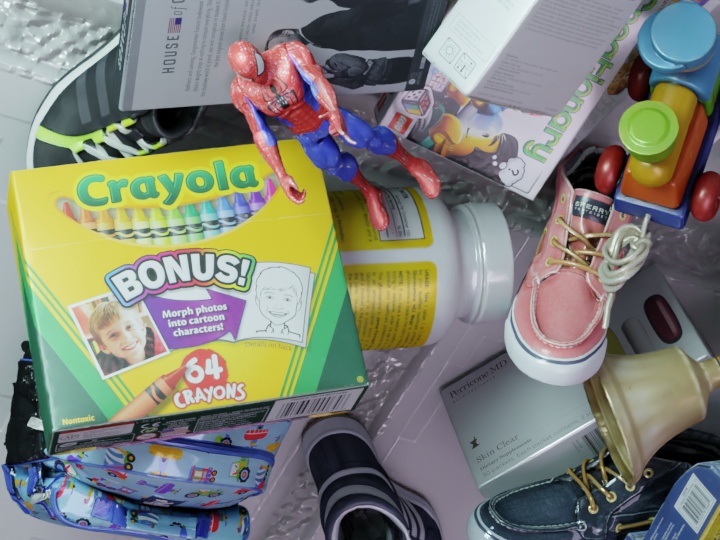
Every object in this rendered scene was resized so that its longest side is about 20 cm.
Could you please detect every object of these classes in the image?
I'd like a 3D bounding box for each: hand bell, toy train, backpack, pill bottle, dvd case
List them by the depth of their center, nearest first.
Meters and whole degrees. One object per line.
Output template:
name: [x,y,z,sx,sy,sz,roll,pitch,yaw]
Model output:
dvd case: [-0.042,-0.161,1.167,0.199,0.025,0.151,-5,140,-18]
toy train: [0.190,-0.068,1.275,0.084,0.201,0.116,17,167,18]
backpack: [-0.137,0.117,1.343,0.182,0.200,0.135,14,80,-27]
pill bottle: [0.000,0.000,1.363,0.199,0.113,0.113,-3,128,-14]
hand bell: [0.262,0.065,1.375,0.199,0.104,0.104,-22,131,-2]

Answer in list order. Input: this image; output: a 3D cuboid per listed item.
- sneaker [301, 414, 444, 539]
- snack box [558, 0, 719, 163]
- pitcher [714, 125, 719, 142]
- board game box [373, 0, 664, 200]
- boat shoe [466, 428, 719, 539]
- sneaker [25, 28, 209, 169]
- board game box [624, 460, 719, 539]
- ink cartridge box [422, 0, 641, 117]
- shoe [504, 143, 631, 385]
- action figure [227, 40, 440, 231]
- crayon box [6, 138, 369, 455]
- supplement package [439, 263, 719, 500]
sneaker: [0.019,0.211,1.538,0.070,0.109,0.200,-29,130,7]
snack box: [0.176,-0.161,1.348,0.072,0.024,0.200,32,113,-33]
pitcher: [0.313,-0.122,1.362,0.171,0.122,0.201,-7,139,-17]
board game box: [0.111,-0.156,1.304,0.126,0.035,0.200,23,115,-18]
boat shoe: [0.175,0.159,1.430,0.199,0.071,0.091,-2,128,-26]
sneaker: [-0.146,-0.105,1.253,0.072,0.083,0.200,27,115,-32]
board game box: [0.283,0.206,1.442,0.199,0.062,0.201,-1,127,-36]
ink cartridge box: [0.135,-0.192,1.207,0.109,0.050,0.200,5,126,-54]
shoe: [0.148,-0.009,1.358,0.071,0.200,0.091,13,123,7]
action figure: [-0.015,-0.070,1.199,0.065,0.099,0.200,-33,139,16]
crayon box: [-0.111,0.014,1.237,0.199,0.173,0.058,-7,160,-15]
supplement package: [0.191,0.122,1.520,0.199,0.111,0.156,-32,130,8]
